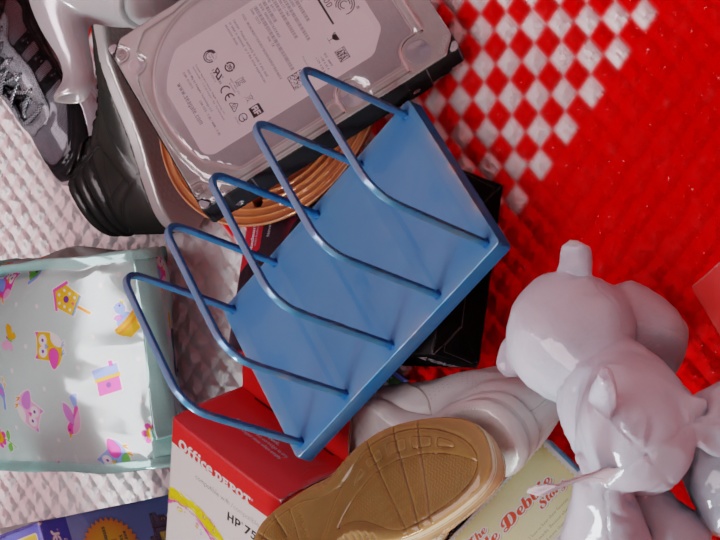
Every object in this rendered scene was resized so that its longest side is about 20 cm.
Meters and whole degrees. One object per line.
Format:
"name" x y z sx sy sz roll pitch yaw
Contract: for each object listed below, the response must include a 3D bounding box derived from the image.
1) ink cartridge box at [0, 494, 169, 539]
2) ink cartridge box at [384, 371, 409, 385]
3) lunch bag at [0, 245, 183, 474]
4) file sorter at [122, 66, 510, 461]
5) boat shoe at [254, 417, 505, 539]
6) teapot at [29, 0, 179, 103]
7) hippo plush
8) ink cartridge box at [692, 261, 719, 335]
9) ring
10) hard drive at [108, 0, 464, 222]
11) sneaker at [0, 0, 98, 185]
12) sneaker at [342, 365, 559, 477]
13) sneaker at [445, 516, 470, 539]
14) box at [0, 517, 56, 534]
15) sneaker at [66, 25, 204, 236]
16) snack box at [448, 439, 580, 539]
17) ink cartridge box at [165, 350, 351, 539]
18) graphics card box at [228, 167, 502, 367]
"ink cartridge box" -0.187 0.244 1.591 0.076 0.200 0.137 -25 78 43
"ink cartridge box" -0.041 0.139 1.549 0.119 0.042 0.201 34 116 36
"lunch bag" -0.198 0.066 1.636 0.200 0.122 0.171 -4 91 50
"file sorter" -0.036 -0.007 1.373 0.200 0.122 0.139 -48 48 21
"boat shoe" 0.021 0.149 1.365 0.200 0.069 0.074 -30 60 35
"teapot" -0.139 -0.240 1.503 0.146 0.197 0.200 47 137 20
"hippo plush" 0.139 0.085 1.274 0.161 0.199 0.160 52 124 44
"ink cartridge box" 0.279 0.042 1.218 0.176 0.045 0.200 -45 64 37
"ring" -0.059 -0.125 1.507 0.200 0.019 0.201 -12 70 34
"hard drive" -0.050 -0.142 1.439 0.200 0.038 0.140 -31 71 1
"sneaker" -0.278 -0.153 1.689 0.075 0.114 0.201 -34 72 42
"sneaker" 0.062 0.095 1.411 0.200 0.088 0.075 -5 115 51
"sneaker" 0.054 0.247 1.447 0.078 0.075 0.201 21 108 44
"box" -0.279 0.314 1.788 0.117 0.060 0.200 47 124 30
"sneaker" -0.187 -0.115 1.634 0.099 0.071 0.201 -17 87 39
"snack box" 0.090 0.216 1.354 0.200 0.037 0.116 -47 68 2
"ink cartridge box" -0.071 0.163 1.482 0.116 0.067 0.201 32 130 36
"graphics card box" 0.000 0.000 1.461 0.199 0.051 0.126 1 77 44
